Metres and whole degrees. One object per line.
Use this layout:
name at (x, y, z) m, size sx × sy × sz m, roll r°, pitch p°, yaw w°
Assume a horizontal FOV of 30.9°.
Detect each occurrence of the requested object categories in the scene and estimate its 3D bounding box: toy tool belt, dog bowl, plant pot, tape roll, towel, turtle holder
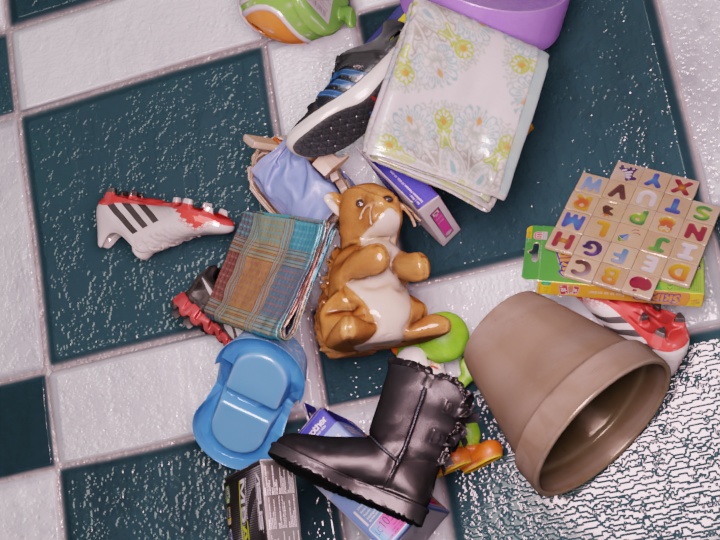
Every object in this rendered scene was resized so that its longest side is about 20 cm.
toy tool belt at (-0.054, -0.095, 1.594) m, size 0.200 × 0.123 × 0.125 m, roll 40°, pitch 96°, yaw 20°
dog bowl at (-0.128, 0.149, 1.556) m, size 0.111 × 0.050 × 0.200 m, roll 25°, pitch 123°, yaw 1°
plant pot at (0.212, 0.120, 1.442) m, size 0.200 × 0.200 × 0.174 m, roll -46°, pitch 60°, yaw 3°
tape roll at (0.150, -0.337, 1.553) m, size 0.200 × 0.066 × 0.200 m, roll 6°, pitch 42°, yaw -6°
towel at (0.107, -0.184, 1.446) m, size 0.171 × 0.048 × 0.200 m, roll 22°, pitch 79°, yaw -15°
towel at (-0.111, 0.002, 1.514) m, size 0.200 × 0.022 × 0.147 m, roll 11°, pitch 78°, yaw 56°
turtle holder at (-0.089, -0.377, 1.659) m, size 0.132 × 0.141 × 0.186 m, roll -14°, pitch 84°, yaw 31°

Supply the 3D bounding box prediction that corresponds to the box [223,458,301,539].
box at (-0.110, 0.325, 1.496) m, size 0.047 × 0.193 × 0.200 m, roll -2°, pitch 77°, yaw -17°

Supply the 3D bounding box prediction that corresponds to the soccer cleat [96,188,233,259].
soccer cleat at (-0.253, -0.053, 1.673) m, size 0.200 × 0.069 × 0.085 m, roll 9°, pitch 90°, yaw 22°

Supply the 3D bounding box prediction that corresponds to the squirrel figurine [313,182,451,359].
squirrel figurine at (0.000, 0.000, 1.502) m, size 0.141 × 0.200 × 0.187 m, roll -3°, pitch 77°, yaw -22°

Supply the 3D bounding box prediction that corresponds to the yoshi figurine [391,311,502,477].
yoshi figurine at (0.102, 0.131, 1.518) m, size 0.112 × 0.112 × 0.200 m, roll -20°, pitch 71°, yaw -5°

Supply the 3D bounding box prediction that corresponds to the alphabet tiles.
alphabet tiles at (0.311, -0.049, 1.480) m, size 0.166 × 0.006 × 0.200 m, roll 17°, pitch 51°, yaw 19°

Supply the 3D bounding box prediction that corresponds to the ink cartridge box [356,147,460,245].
ink cartridge box at (0.059, -0.092, 1.520) m, size 0.037 × 0.200 × 0.095 m, roll -45°, pitch 71°, yaw 3°

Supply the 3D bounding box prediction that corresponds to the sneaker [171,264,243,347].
sneaker at (-0.140, 0.063, 1.616) m, size 0.200 × 0.071 × 0.098 m, roll 35°, pitch 92°, yaw 21°

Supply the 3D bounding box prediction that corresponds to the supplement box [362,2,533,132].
supplement box at (0.097, -0.212, 1.582) m, size 0.109 × 0.110 × 0.200 m, roll -46°, pitch 69°, yaw 3°

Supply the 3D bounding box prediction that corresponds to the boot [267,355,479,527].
boot at (0.019, 0.171, 1.411) m, size 0.198 × 0.073 × 0.163 m, roll 22°, pitch 73°, yaw 7°

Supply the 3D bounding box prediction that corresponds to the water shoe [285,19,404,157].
water shoe at (-0.010, -0.211, 1.533) m, size 0.200 × 0.072 × 0.079 m, roll -36°, pitch 54°, yaw 7°

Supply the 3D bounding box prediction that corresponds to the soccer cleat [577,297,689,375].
soccer cleat at (0.295, 0.047, 1.493) m, size 0.069 × 0.085 × 0.200 m, roll -28°, pitch 48°, yaw -25°

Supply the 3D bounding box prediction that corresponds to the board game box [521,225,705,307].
board game box at (0.284, -0.007, 1.469) m, size 0.200 × 0.030 × 0.096 m, roll 7°, pitch 43°, yaw 7°

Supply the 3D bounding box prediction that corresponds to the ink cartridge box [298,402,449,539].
ink cartridge box at (-0.003, 0.235, 1.504) m, size 0.200 × 0.136 × 0.076 m, roll 39°, pitch 89°, yaw 20°
